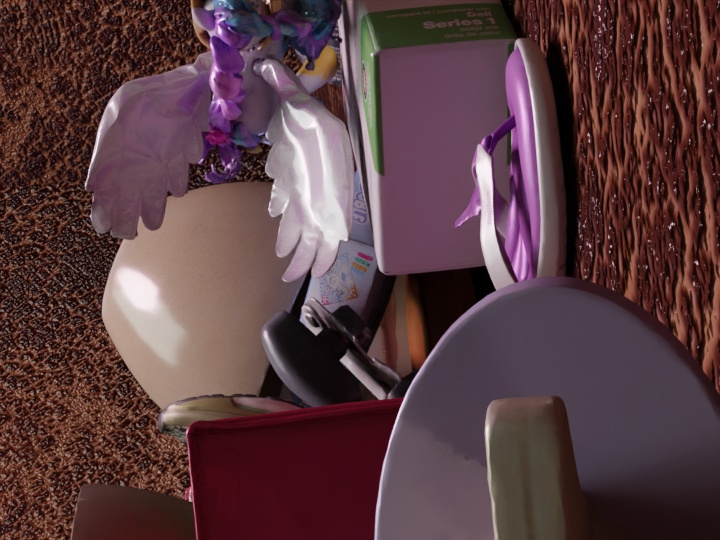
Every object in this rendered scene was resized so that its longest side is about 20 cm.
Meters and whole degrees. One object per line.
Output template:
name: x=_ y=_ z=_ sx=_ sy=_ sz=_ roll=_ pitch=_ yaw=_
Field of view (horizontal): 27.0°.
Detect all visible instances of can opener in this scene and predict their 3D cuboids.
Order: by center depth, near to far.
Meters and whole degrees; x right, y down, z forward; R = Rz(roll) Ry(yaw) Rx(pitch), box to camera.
can opener: x=0.026 y=0.092 z=0.897 sx=0.200 sy=0.066 sz=0.053 roll=41 pitch=162 yaw=15

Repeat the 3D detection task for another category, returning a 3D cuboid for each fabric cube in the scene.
fabric cube: x=0.025 y=0.161 z=0.712 sx=0.199 sy=0.194 sz=0.202 roll=106 pitch=158 yaw=-80

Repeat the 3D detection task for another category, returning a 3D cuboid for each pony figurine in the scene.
pony figurine: x=-0.069 y=-0.109 z=0.908 sx=0.200 sy=0.165 sz=0.195 roll=-53 pitch=-29 yaw=-71

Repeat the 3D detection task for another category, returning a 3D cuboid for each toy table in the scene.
toy table: x=0.058 y=0.113 z=0.437 sx=0.117 sy=0.182 sz=0.202 roll=-44 pitch=-63 yaw=-75

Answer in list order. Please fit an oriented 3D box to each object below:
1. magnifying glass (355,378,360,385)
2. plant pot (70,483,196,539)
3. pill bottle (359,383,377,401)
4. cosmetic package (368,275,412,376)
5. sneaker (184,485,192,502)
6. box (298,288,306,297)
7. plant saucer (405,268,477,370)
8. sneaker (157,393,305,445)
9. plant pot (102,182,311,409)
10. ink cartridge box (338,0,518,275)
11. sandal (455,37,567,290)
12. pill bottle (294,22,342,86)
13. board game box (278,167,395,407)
magnifying glass: x=-0.018 y=0.124 z=1.092 sx=0.199 sy=0.022 sz=0.080 roll=-19 pitch=-94 yaw=-50
plant pot: x=-0.095 y=0.224 z=0.874 sx=0.200 sy=0.133 sz=0.202 roll=179 pitch=90 yaw=-86
pill bottle: x=0.005 y=0.171 z=1.204 sx=0.201 sy=0.112 sz=0.113 roll=64 pitch=179 yaw=-9
cosmetic package: x=0.025 y=0.050 z=1.291 sx=0.103 sy=0.086 sz=0.202 roll=-120 pitch=24 yaw=-79
sneaker: x=-0.079 y=0.179 z=1.052 sx=0.200 sy=0.074 sz=0.081 roll=-54 pitch=-41 yaw=-81
box: x=-0.053 y=0.010 z=1.268 sx=0.200 sy=0.064 sz=0.071 roll=101 pitch=164 yaw=-77
plant saucer: x=0.063 y=0.065 z=1.140 sx=0.200 sy=0.037 sz=0.202 roll=173 pitch=90 yaw=-87
sneaker: x=-0.029 y=0.136 z=0.845 sx=0.077 sy=0.199 sz=0.089 roll=122 pitch=172 yaw=-65
plant pot: x=-0.103 y=0.019 z=1.064 sx=0.200 sy=0.134 sz=0.202 roll=22 pitch=-90 yaw=-84
ink cartridge box: x=0.036 y=-0.115 z=0.901 sx=0.201 sy=0.083 sz=0.146 roll=-102 pitch=7 yaw=-55
sandal: x=0.074 y=-0.016 z=0.759 sx=0.083 sy=0.049 sz=0.204 roll=-103 pitch=8 yaw=-58
pill bottle: x=-0.001 y=-0.236 z=1.091 sx=0.201 sy=0.105 sz=0.107 roll=91 pitch=172 yaw=-56
board game box: x=0.000 y=0.000 z=1.041 sx=0.200 sy=0.043 sz=0.200 roll=-64 pitch=-6 yaw=-52
